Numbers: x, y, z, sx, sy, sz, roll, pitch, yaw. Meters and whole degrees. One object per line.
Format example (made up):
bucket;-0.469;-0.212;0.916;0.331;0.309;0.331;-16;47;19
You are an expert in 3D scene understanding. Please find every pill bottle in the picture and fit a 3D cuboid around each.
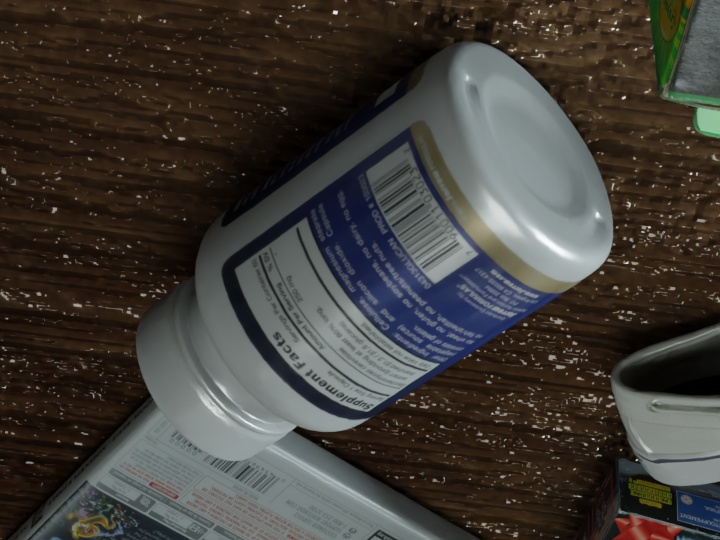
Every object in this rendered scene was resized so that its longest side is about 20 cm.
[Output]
pill bottle;0.000;0.000;0.921;0.200;0.111;0.111;-34;120;28

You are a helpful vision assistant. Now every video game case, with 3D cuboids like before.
video game case;-0.064;0.152;1.111;0.199;0.023;0.182;32;125;-22

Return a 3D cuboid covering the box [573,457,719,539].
box;0.156;0.190;1.076;0.136;0.040;0.201;15;128;-6

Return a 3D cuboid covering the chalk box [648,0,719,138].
chalk box;0.176;-0.133;0.792;0.124;0.124;0.201;8;131;-5

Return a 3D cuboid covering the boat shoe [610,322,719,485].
boat shoe;0.210;0.040;0.972;0.199;0.072;0.066;-13;131;23
